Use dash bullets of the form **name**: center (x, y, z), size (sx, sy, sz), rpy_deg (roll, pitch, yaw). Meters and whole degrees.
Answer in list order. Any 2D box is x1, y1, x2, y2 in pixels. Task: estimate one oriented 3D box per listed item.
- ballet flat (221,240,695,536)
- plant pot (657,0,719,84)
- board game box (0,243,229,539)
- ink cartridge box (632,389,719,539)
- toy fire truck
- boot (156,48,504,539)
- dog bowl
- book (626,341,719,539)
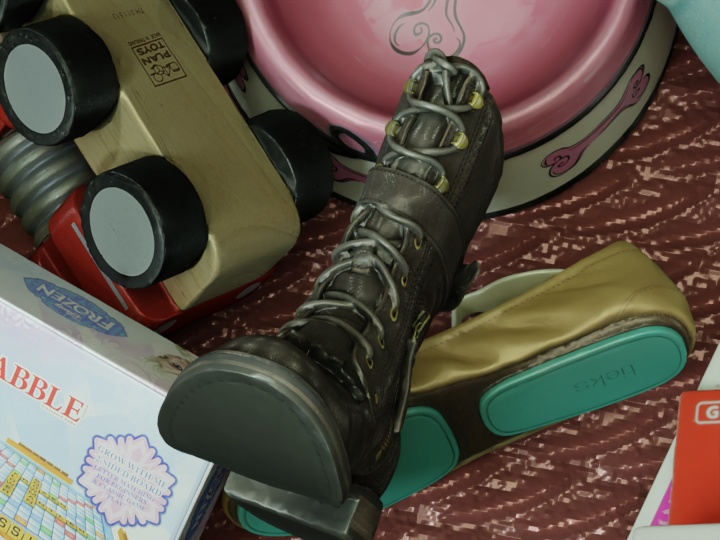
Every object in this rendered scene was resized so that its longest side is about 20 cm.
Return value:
- **ballet flat**: center (0.034, 0.045, 1.112), size (0.199, 0.069, 0.063), rpy_deg (-21, 51, -2)
- **plant pot**: center (0.181, -0.138, 1.042), size (0.133, 0.200, 0.201), rpy_deg (20, 82, -6)
- **board game box**: center (-0.163, 0.086, 1.076), size (0.199, 0.041, 0.200), rpy_deg (30, 114, 8)
- **ink cartridge box**: center (0.195, 0.099, 0.987), size (0.199, 0.044, 0.174), rpy_deg (-4, 54, 20)
- **toy fire truck**: center (-0.137, -0.034, 1.118), size (0.128, 0.200, 0.177), rpy_deg (-25, 78, -43)
- **boot**: center (0.000, 0.000, 0.994), size (0.069, 0.200, 0.175), rpy_deg (20, 76, 12)
- **dog bowl**: center (0.032, -0.125, 1.129), size (0.199, 0.074, 0.202), rpy_deg (-1, 80, 4)
- **book**: center (0.168, 0.104, 1.048), size (0.133, 0.048, 0.201), rpy_deg (15, 64, 31)
